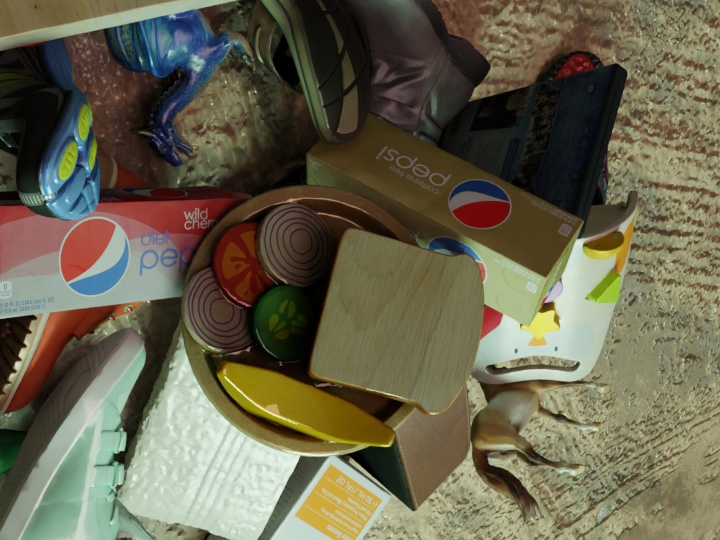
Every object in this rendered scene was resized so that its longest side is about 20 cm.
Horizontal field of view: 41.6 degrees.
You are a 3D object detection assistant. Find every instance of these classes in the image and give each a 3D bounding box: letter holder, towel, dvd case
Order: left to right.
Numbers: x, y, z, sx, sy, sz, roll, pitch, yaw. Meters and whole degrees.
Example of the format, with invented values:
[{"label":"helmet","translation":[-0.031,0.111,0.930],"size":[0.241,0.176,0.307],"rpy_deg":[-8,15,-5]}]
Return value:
[{"label":"towel","translation":[-0.110,0.127,0.760],"size":[0.132,0.034,0.200],"rpy_deg":[20,111,-17]},{"label":"letter holder","translation":[0.050,0.092,0.845],"size":[0.142,0.101,0.200],"rpy_deg":[-39,142,-22]},{"label":"dvd case","translation":[0.123,-0.088,0.786],"size":[0.018,0.200,0.143],"rpy_deg":[26,74,-31]}]

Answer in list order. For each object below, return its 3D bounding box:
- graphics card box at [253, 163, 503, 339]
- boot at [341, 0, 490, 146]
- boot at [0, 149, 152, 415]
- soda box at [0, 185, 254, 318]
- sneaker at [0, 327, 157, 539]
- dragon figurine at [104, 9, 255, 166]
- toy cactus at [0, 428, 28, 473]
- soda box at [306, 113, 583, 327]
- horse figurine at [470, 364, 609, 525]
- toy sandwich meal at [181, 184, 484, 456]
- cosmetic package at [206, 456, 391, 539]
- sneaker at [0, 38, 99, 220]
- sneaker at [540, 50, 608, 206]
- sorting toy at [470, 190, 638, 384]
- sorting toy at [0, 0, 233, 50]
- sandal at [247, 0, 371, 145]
[{"label":"graphics card box","translation":[0.000,0.000,0.745],"size":[0.125,0.200,0.051],"rpy_deg":[-35,153,-22]},{"label":"boot","translation":[0.017,-0.162,0.786],"size":[0.200,0.070,0.132],"rpy_deg":[32,91,-36]},{"label":"boot","translation":[-0.199,0.022,0.682],"size":[0.107,0.075,0.200],"rpy_deg":[32,84,-45]},{"label":"soda box","translation":[-0.161,-0.017,0.618],"size":[0.200,0.063,0.070],"rpy_deg":[-7,105,-47]},{"label":"sneaker","translation":[-0.172,0.146,0.648],"size":[0.118,0.074,0.201],"rpy_deg":[33,71,-25]},{"label":"dragon figurine","translation":[-0.140,-0.170,0.663],"size":[0.099,0.059,0.200],"rpy_deg":[-34,125,-24]},{"label":"toy cactus","translation":[-0.234,0.151,0.696],"size":[0.200,0.102,0.165],"rpy_deg":[36,73,-31]},{"label":"soda box","translation":[0.057,-0.043,0.705],"size":[0.064,0.200,0.068],"rpy_deg":[-52,162,-30]},{"label":"horse figurine","translation":[0.157,0.149,0.908],"size":[0.200,0.132,0.050],"rpy_deg":[-51,144,-50]},{"label":"toy sandwich meal","translation":[-0.016,0.031,0.625],"size":[0.205,0.070,0.205],"rpy_deg":[4,78,-19]},{"label":"cosmetic package","translation":[-0.074,0.252,0.858],"size":[0.200,0.071,0.101],"rpy_deg":[-54,130,-8]},{"label":"sneaker","translation":[-0.204,-0.089,0.561],"size":[0.083,0.200,0.071],"rpy_deg":[-13,132,-21]},{"label":"sneaker","translation":[0.214,-0.118,0.961],"size":[0.096,0.079,0.200],"rpy_deg":[-7,101,-73]},{"label":"sorting toy","translation":[0.164,0.029,0.890],"size":[0.200,0.107,0.180],"rpy_deg":[-3,121,1]},{"label":"sorting toy","translation":[-0.177,-0.233,0.563],"size":[0.199,0.070,0.200],"rpy_deg":[-23,91,-32]},{"label":"sandal","translation":[-0.053,-0.181,0.697],"size":[0.080,0.057,0.201],"rpy_deg":[-19,81,-56]}]
